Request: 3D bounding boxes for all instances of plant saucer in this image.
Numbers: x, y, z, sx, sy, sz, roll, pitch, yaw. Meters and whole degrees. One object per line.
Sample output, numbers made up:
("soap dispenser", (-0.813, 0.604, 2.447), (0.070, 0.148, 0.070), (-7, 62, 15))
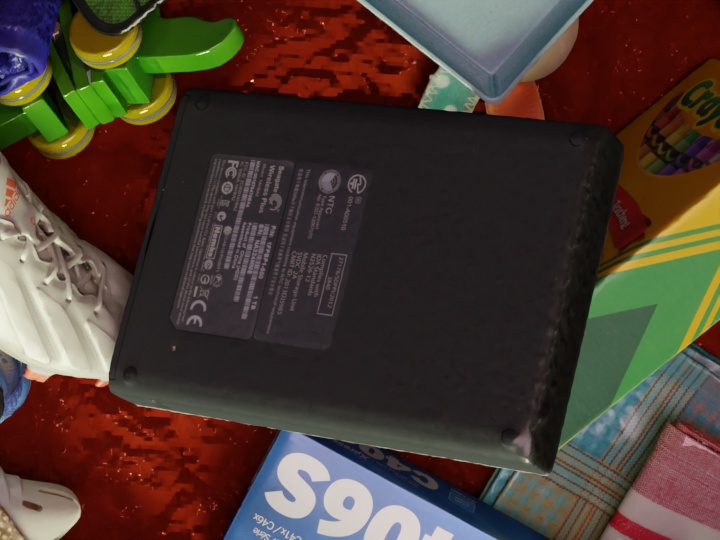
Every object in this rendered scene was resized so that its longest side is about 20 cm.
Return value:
("plant saucer", (0.000, -0.150, 0.911), (0.200, 0.019, 0.070), (37, 111, -16))

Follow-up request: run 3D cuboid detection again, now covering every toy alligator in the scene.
("toy alligator", (-0.148, -0.081, 0.994), (0.199, 0.059, 0.054), (-22, 59, 6))

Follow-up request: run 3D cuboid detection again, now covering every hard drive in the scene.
("hard drive", (0.000, 0.000, 0.954), (0.199, 0.033, 0.140), (7, 76, 29))

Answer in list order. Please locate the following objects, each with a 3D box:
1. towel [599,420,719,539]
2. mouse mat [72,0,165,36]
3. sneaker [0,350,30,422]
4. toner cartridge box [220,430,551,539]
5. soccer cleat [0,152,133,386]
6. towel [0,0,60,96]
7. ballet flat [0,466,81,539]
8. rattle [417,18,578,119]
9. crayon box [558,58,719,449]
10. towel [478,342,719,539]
("towel", (0.158, 0.185, 1.078), (0.144, 0.023, 0.200), (26, 101, -10))
("mouse mat", (-0.072, -0.213, 0.939), (0.200, 0.008, 0.161), (-37, 78, 15))
("sneaker", (-0.240, 0.031, 0.986), (0.199, 0.089, 0.079), (9, 100, -8))
("toner cartridge box", (0.034, 0.150, 1.043), (0.199, 0.043, 0.095), (28, 103, 1))
("soccer cleat", (-0.153, -0.012, 0.971), (0.200, 0.069, 0.078), (27, 121, -30))
("towel", (-0.161, -0.156, 0.905), (0.147, 0.050, 0.201), (-2, 67, 28))
("ballet flat", (-0.139, 0.136, 1.037), (0.065, 0.070, 0.200), (-41, 111, -8))
("rattle", (0.057, -0.152, 1.009), (0.130, 0.143, 0.200), (-15, 129, 15))
("crayon box", (0.131, -0.020, 0.994), (0.200, 0.127, 0.051), (-39, 108, 2))
("towel", (0.124, 0.129, 1.081), (0.146, 0.022, 0.200), (30, 98, -11))
